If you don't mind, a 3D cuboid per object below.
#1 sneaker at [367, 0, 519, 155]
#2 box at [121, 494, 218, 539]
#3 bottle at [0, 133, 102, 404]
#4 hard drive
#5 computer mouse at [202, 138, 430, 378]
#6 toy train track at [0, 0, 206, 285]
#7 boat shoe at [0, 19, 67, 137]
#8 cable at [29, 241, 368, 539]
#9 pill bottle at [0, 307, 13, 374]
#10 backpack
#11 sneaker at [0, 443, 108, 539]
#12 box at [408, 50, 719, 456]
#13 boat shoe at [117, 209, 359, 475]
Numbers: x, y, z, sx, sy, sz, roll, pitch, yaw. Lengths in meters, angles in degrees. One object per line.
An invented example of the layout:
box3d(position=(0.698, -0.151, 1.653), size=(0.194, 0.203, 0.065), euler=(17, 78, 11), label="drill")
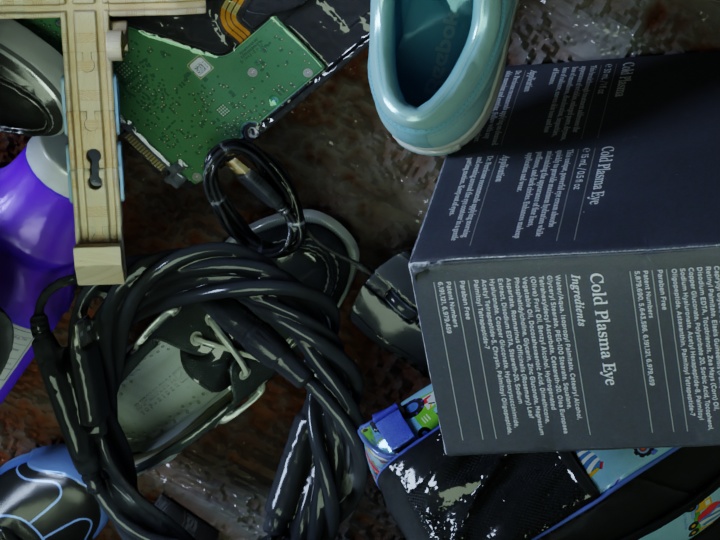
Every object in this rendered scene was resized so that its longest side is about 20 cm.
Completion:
box3d(position=(0.045, -0.151, 1.036), size=(0.074, 0.082, 0.200), euler=(5, 91, 7), label="sneaker")
box3d(position=(-0.168, 0.241, 1.323), size=(0.049, 0.161, 0.200), euler=(35, 121, -11), label="box")
box3d(position=(-0.194, 0.005, 1.238), size=(0.083, 0.065, 0.200), euler=(31, 123, -10), label="bottle")
box3d(position=(-0.064, -0.142, 1.135), size=(0.140, 0.038, 0.200), euler=(43, 120, -15), label="hard drive")
box3d(position=(0.000, 0.000, 1.183), size=(0.200, 0.034, 0.059), euler=(34, 104, -25), label="computer mouse")
box3d(position=(-0.129, -0.087, 1.112), size=(0.114, 0.033, 0.200), euler=(-1, 108, 2), label="toy train track")
box3d(position=(-0.234, -0.102, 1.158), size=(0.200, 0.066, 0.070), euler=(25, 146, 7), label="boat shoe")
box3d(position=(-0.072, 0.079, 1.198), size=(0.163, 0.051, 0.200), euler=(-13, 107, 15), label="cable")
box3d(position=(-0.267, -0.009, 1.172), size=(0.200, 0.112, 0.112), euler=(41, 127, 24), label="pill bottle")
box3d(position=(0.120, 0.099, 1.171), size=(0.200, 0.135, 0.183), euler=(-33, 151, 0), label="backpack")
box3d(position=(-0.220, 0.171, 1.341), size=(0.200, 0.078, 0.070), euler=(-33, 109, 28), label="sneaker")
box3d(position=(0.133, -0.013, 1.073), size=(0.182, 0.200, 0.104), euler=(-4, 119, 16), label="box")
box3d(position=(-0.078, 0.045, 1.240), size=(0.076, 0.060, 0.200), euler=(39, 121, -10), label="boat shoe")
